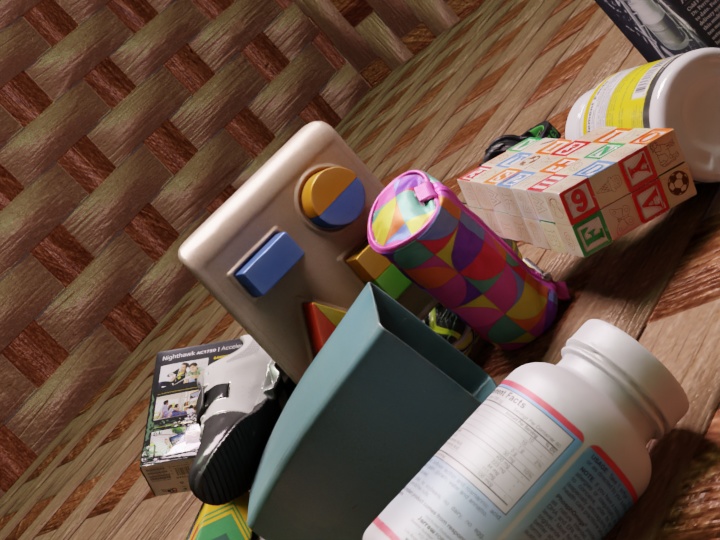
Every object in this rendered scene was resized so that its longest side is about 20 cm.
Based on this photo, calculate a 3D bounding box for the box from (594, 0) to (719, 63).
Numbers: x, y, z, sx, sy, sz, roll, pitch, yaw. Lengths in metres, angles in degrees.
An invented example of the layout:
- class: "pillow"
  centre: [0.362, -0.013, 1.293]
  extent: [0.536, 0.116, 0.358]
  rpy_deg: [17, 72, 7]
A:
- class: "box"
  centre: [0.331, -0.265, 1.102]
  extent: [0.124, 0.197, 0.200]
  rpy_deg: [-43, 11, 3]

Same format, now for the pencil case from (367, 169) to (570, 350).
- class: "pencil case"
  centre: [0.094, -0.007, 0.998]
  extent: [0.088, 0.200, 0.089]
  rpy_deg: [-27, 46, 32]

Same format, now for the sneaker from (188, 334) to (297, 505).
- class: "sneaker"
  centre: [-0.115, 0.128, 1.018]
  extent: [0.088, 0.074, 0.200]
  rpy_deg: [7, 36, 22]

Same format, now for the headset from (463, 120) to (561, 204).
- class: "headset"
  centre: [0.164, -0.126, 1.433]
  extent: [0.200, 0.094, 0.124]
  rpy_deg: [-39, 11, 48]

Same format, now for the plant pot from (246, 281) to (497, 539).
- class: "plant pot"
  centre: [0.003, 0.142, 0.934]
  extent: [0.200, 0.141, 0.141]
  rpy_deg: [-50, 10, 9]

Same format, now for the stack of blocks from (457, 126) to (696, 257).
- class: "stack of blocks"
  centre: [0.181, -0.074, 0.993]
  extent: [0.115, 0.059, 0.200]
  rpy_deg: [-29, 16, -13]

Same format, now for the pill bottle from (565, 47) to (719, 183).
- class: "pill bottle"
  centre: [0.271, -0.133, 1.042]
  extent: [0.114, 0.114, 0.200]
  rpy_deg: [-45, 11, -9]

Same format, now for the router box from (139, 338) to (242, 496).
- class: "router box"
  centre: [-0.103, 0.131, 1.102]
  extent: [0.199, 0.051, 0.149]
  rpy_deg: [-9, 42, 7]

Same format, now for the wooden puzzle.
- class: "wooden puzzle"
  centre: [-0.030, -0.007, 1.011]
  extent: [0.185, 0.200, 0.046]
  rpy_deg: [-46, 8, -17]

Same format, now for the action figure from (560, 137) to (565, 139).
- class: "action figure"
  centre: [0.242, -0.118, 1.266]
  extent: [0.065, 0.052, 0.200]
  rpy_deg: [-34, 16, 21]

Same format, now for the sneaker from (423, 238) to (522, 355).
- class: "sneaker"
  centre: [0.102, 0.046, 1.107]
  extent: [0.075, 0.076, 0.200]
  rpy_deg: [18, 76, 53]

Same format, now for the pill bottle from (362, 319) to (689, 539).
- class: "pill bottle"
  centre: [0.104, 0.129, 0.696]
  extent: [0.200, 0.109, 0.109]
  rpy_deg: [-45, 12, -9]

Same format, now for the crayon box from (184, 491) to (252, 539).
- class: "crayon box"
  centre: [-0.145, 0.279, 1.050]
  extent: [0.200, 0.051, 0.127]
  rpy_deg: [-88, 22, -75]

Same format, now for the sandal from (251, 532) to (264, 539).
- class: "sandal"
  centre: [-0.063, 0.211, 1.114]
  extent: [0.207, 0.059, 0.079]
  rpy_deg: [-80, 17, -45]
